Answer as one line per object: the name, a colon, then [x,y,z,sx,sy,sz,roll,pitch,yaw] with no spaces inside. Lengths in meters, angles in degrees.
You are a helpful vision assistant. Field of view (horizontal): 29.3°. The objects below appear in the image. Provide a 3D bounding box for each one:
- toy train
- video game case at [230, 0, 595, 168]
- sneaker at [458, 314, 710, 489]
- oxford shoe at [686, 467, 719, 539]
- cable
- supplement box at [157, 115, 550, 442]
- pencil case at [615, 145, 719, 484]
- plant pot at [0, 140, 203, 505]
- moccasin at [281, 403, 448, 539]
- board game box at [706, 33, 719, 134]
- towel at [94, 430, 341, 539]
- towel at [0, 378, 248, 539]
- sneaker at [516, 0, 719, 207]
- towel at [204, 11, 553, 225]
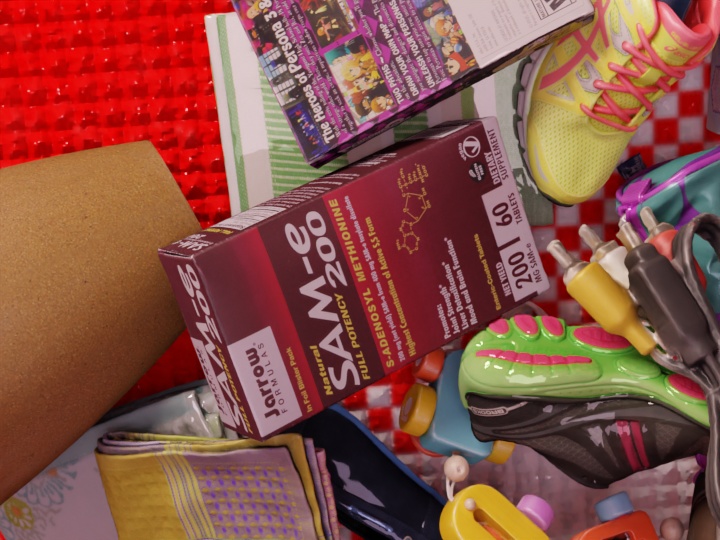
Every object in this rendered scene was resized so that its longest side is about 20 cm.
toy train: [0.100,0.127,0.835,0.149,0.056,0.202,-18,75,-30]
video game case: [0.008,-0.188,0.770,0.180,0.036,0.202,-27,85,7]
sneaker: [0.153,0.080,0.780,0.197,0.077,0.085,12,128,8]
oxford shoe: [0.222,0.213,0.843,0.072,0.085,0.202,3,135,23]
cable: [0.183,0.050,0.730,0.096,0.050,0.202,-20,73,-20]
supplement box: [0.000,0.000,0.766,0.198,0.061,0.110,-26,104,-23]
pencil case: [0.216,0.025,0.825,0.091,0.085,0.202,-23,102,-10]
plant pot: [-0.184,0.015,0.784,0.198,0.186,0.188,-30,102,-7]
moccasin: [0.020,0.169,0.858,0.199,0.081,0.068,40,65,2]
board game box: [0.309,-0.179,0.800,0.197,0.041,0.203,0,103,0]
towel: [-0.075,0.181,0.796,0.141,0.023,0.203,-1,111,19]
towel: [-0.128,0.167,0.846,0.198,0.048,0.173,-19,102,26]
sneaker: [0.155,-0.126,0.778,0.077,0.090,0.202,16,105,-26]
towel: [0.013,-0.093,0.829,0.197,0.023,0.155,-7,104,-1]
